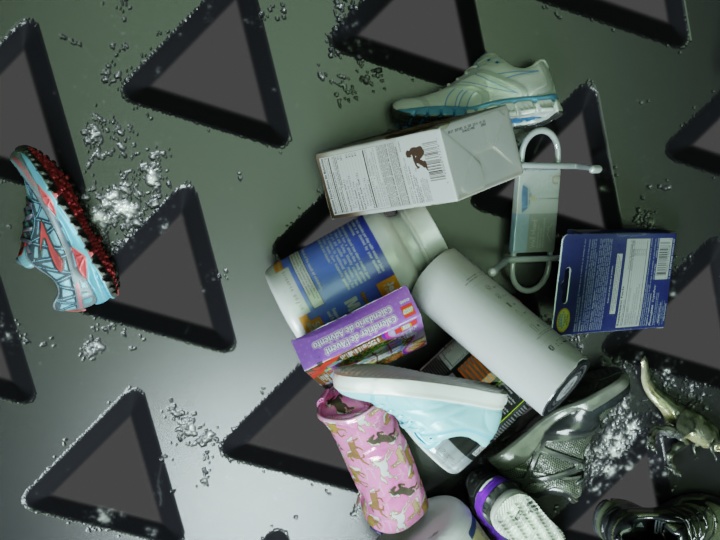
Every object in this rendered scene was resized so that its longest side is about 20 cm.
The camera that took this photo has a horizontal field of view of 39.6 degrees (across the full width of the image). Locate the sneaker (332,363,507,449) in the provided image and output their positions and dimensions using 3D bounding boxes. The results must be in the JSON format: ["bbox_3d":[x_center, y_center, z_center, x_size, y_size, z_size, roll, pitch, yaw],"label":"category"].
[{"bbox_3d":[0.062,0.153,1.081,0.198,0.074,0.083,11,93,-12],"label":"sneaker"}]

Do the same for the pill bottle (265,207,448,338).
[{"bbox_3d":[0.000,0.000,1.158,0.199,0.112,0.113,-29,101,0],"label":"pill bottle"}]

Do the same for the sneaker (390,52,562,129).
[{"bbox_3d":[0.131,-0.208,1.166,0.198,0.075,0.087,-6,81,-4],"label":"sneaker"}]

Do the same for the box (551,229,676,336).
[{"bbox_3d":[0.293,0.012,1.184,0.199,0.032,0.122,-2,102,-36],"label":"box"}]

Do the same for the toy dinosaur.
[{"bbox_3d":[0.403,0.204,1.266,0.200,0.047,0.088,40,80,-10],"label":"toy dinosaur"}]

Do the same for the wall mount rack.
[{"bbox_3d":[0.202,-0.065,1.164,0.173,0.074,0.202,-3,101,-32],"label":"wall mount rack"}]

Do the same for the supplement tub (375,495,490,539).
[{"bbox_3d":[0.116,0.394,1.220,0.144,0.144,0.201,-33,101,1],"label":"supplement tub"}]

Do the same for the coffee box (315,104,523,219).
[{"bbox_3d":[0.060,-0.115,1.088,0.113,0.199,0.080,-23,102,-39],"label":"coffee box"}]

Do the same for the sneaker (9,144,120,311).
[{"bbox_3d":[-0.357,-0.042,1.135,0.095,0.079,0.201,-25,101,1],"label":"sneaker"}]

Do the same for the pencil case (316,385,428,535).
[{"bbox_3d":[0.015,0.219,1.184,0.086,0.083,0.201,-24,121,-7],"label":"pencil case"}]

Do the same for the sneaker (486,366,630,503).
[{"bbox_3d":[0.265,0.209,1.240,0.199,0.076,0.114,-39,103,5],"label":"sneaker"}]

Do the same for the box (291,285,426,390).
[{"bbox_3d":[0.005,0.082,1.130,0.136,0.200,0.039,-26,76,0],"label":"box"}]

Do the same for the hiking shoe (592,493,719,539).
[{"bbox_3d":[0.399,0.333,1.258,0.198,0.101,0.076,-2,101,-5],"label":"hiking shoe"}]

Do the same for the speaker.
[{"bbox_3d":[0.150,0.064,1.096,0.200,0.081,0.081,41,95,22],"label":"speaker"}]

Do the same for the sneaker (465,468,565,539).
[{"bbox_3d":[0.187,0.308,1.249,0.070,0.099,0.201,-42,132,-13],"label":"sneaker"}]

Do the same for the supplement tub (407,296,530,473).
[{"bbox_3d":[0.143,0.133,1.189,0.200,0.123,0.123,-43,101,3],"label":"supplement tub"}]
